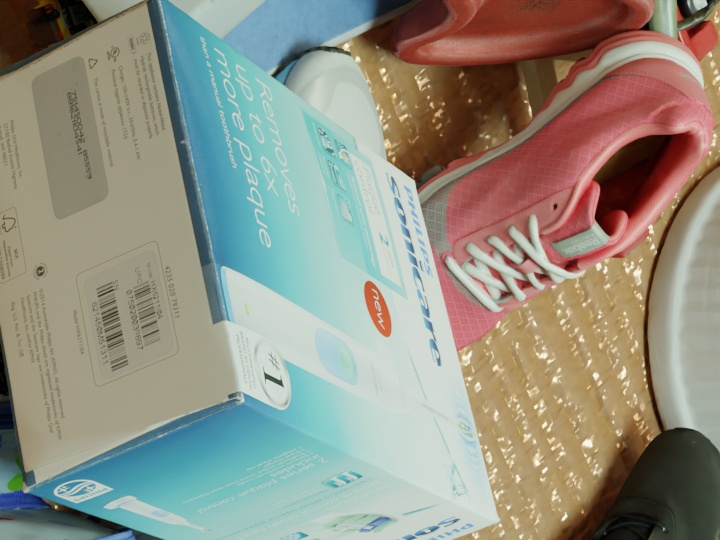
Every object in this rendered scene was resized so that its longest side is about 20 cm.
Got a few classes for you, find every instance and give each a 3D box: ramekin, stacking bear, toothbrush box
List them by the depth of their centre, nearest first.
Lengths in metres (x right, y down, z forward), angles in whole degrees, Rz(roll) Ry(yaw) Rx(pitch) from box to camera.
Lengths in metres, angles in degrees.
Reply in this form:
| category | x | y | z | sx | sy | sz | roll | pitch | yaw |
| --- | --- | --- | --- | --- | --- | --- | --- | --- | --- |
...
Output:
| category | x | y | z | sx | sy | sz | roll | pitch | yaw |
| --- | --- | --- | --- | --- | --- | --- | --- | --- | --- |
| toothbrush box | -0.041 | 0.017 | 0.796 | 0.200 | 0.085 | 0.148 | 34 | 38 | -58 |
| stacking bear | 0.071 | -0.208 | 1.050 | 0.113 | 0.121 | 0.202 | -1 | 77 | -17 |
| ramekin | 0.255 | 0.033 | 1.249 | 0.201 | 0.094 | 0.204 | 0 | 90 | -44 |

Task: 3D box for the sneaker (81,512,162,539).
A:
| category | x | y | z | sx | sy | sz | roll | pitch | yaw |
| --- | --- | --- | --- | --- | --- | --- | --- | --- | --- |
| sneaker | -0.081 | 0.128 | 0.934 | 0.074 | 0.087 | 0.201 | 48 | 59 | -32 |

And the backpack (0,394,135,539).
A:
| category | x | y | z | sx | sy | sz | roll | pitch | yaw |
| --- | --- | --- | --- | --- | --- | --- | --- | --- | --- |
| backpack | -0.173 | 0.112 | 0.770 | 0.182 | 0.199 | 0.148 | -1 | 91 | -42 |

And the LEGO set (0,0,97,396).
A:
| category | x | y | z | sx | sy | sz | roll | pitch | yaw |
| --- | --- | --- | --- | --- | --- | --- | --- | --- | --- |
| LEGO set | -0.121 | -0.010 | 0.906 | 0.201 | 0.115 | 0.154 | 68 | 24 | -18 |

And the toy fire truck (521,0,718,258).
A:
| category | x | y | z | sx | sy | sz | roll | pitch | yaw |
| --- | --- | --- | --- | --- | --- | --- | --- | --- | --- |
| toy fire truck | 0.115 | -0.123 | 1.146 | 0.141 | 0.049 | 0.201 | -41 | 117 | -36 |

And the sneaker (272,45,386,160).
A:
| category | x | y | z | sx | sy | sz | roll | pitch | yaw |
| --- | --- | --- | --- | --- | --- | --- | --- | --- | --- |
| sneaker | 0.000 | 0.000 | 1.013 | 0.075 | 0.086 | 0.202 | -2 | 91 | -42 |

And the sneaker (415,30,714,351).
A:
| category | x | y | z | sx | sy | sz | roll | pitch | yaw |
| --- | --- | --- | --- | --- | --- | --- | --- | --- | --- |
| sneaker | 0.080 | -0.024 | 1.035 | 0.200 | 0.087 | 0.074 | -44 | 115 | 13 |

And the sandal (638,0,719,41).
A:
| category | x | y | z | sx | sy | sz | roll | pitch | yaw |
| --- | --- | --- | --- | --- | --- | --- | --- | --- | --- |
| sandal | 0.163 | -0.174 | 1.096 | 0.057 | 0.080 | 0.203 | 11 | 78 | 1 |

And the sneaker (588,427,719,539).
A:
| category | x | y | z | sx | sy | sz | roll | pitch | yaw |
| --- | --- | --- | --- | --- | --- | --- | --- | --- | --- |
| sneaker | 0.132 | 0.166 | 1.142 | 0.091 | 0.076 | 0.201 | 39 | 63 | -41 |

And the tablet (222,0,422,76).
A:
| category | x | y | z | sx | sy | sz | roll | pitch | yaw |
| --- | --- | --- | --- | --- | --- | --- | --- | --- | --- |
| tablet | -0.018 | -0.171 | 1.044 | 0.199 | 0.014 | 0.131 | -30 | 110 | -40 |

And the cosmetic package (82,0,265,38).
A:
| category | x | y | z | sx | sy | sz | roll | pitch | yaw |
| --- | --- | --- | --- | --- | --- | --- | --- | --- | --- |
| cosmetic package | -0.094 | -0.186 | 0.844 | 0.201 | 0.107 | 0.085 | 54 | 16 | 1 |
